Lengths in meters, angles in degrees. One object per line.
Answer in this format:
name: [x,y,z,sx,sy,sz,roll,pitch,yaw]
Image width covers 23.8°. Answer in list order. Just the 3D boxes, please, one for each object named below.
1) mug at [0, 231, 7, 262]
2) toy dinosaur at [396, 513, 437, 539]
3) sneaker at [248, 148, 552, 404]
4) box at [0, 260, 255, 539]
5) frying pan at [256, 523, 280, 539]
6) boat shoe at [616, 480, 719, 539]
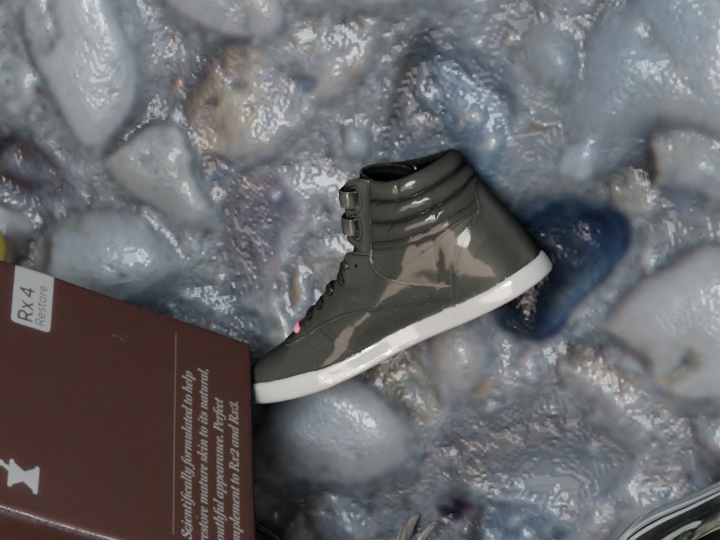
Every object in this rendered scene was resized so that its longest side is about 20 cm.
mug: [-0.318,0.005,1.034,0.186,0.153,0.150,30,118,8]
toy dinosaur: [0.055,0.247,0.986,0.104,0.201,0.182,16,144,-3]
sneaker: [0.000,0.000,0.955,0.199,0.071,0.100,-28,95,24]
box: [-0.175,0.136,0.950,0.163,0.167,0.200,21,131,-24]
frying pan: [-0.122,0.219,1.049,0.189,0.031,0.116,-15,86,-14]
boat shoe: [0.189,0.160,0.936,0.072,0.071,0.200,44,120,0]
